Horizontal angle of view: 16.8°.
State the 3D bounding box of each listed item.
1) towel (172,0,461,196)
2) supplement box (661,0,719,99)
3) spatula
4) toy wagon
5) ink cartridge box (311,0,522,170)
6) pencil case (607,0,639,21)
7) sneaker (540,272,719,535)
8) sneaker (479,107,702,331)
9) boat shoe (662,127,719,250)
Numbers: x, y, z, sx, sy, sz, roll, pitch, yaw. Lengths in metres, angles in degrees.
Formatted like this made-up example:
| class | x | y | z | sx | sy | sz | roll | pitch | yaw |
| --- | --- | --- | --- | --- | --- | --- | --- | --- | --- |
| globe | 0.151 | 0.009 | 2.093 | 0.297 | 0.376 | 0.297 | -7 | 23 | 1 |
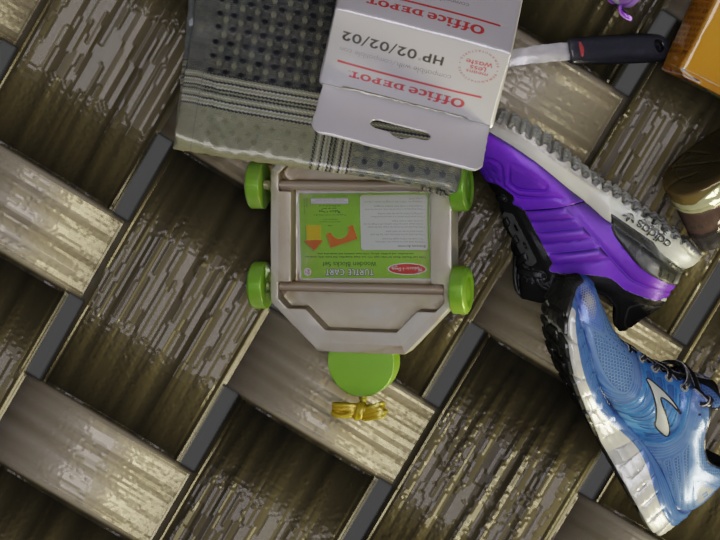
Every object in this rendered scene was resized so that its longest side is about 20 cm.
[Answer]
| class | x | y | z | sx | sy | sz | roll | pitch | yaw |
| --- | --- | --- | --- | --- | --- | --- | --- | --- | --- |
| towel | -0.020 | -0.149 | 1.612 | 0.198 | 0.035 | 0.194 | 10 | 69 | -6 |
| supplement box | 0.275 | -0.210 | 1.628 | 0.066 | 0.069 | 0.201 | 25 | 92 | -11 |
| spatula | 0.122 | -0.143 | 1.621 | 0.198 | 0.021 | 0.057 | -6 | 81 | -23 |
| toy wagon | 0.000 | 0.000 | 1.641 | 0.154 | 0.040 | 0.202 | 1 | 97 | 15 |
| ink cartridge box | 0.043 | -0.164 | 1.535 | 0.114 | 0.201 | 0.068 | 13 | 137 | -1 |
| pencil case | 0.127 | -0.259 | 1.615 | 0.199 | 0.084 | 0.086 | 37 | 97 | -4 |
| sneaker | 0.188 | 0.078 | 1.634 | 0.089 | 0.079 | 0.201 | -31 | 116 | 1 |
| sneaker | 0.124 | -0.030 | 1.641 | 0.199 | 0.070 | 0.100 | 35 | 102 | 0 |
| boat shoe | 0.296 | -0.082 | 1.645 | 0.200 | 0.072 | 0.066 | -30 | 124 | -11 |
